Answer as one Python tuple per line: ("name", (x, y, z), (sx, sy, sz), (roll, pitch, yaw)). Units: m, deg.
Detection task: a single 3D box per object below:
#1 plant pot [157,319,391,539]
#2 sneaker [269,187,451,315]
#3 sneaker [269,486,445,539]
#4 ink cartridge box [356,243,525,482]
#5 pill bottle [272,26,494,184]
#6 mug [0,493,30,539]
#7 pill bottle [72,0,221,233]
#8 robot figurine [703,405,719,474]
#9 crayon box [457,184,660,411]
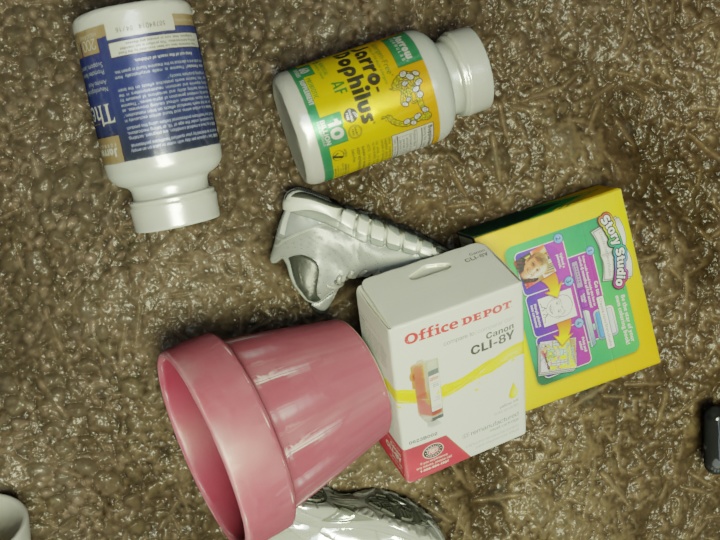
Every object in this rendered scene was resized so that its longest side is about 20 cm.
("plant pot", (-0.076, 0.139, 0.868), (0.178, 0.200, 0.201), (-22, 102, -23))
("sneaker", (0.000, 0.000, 0.920), (0.199, 0.075, 0.116), (21, 99, -3))
("sneaker", (-0.010, 0.288, 0.960), (0.199, 0.078, 0.100), (12, 102, -4))
("ink cartridge box", (0.084, 0.093, 0.893), (0.144, 0.083, 0.201), (-19, 125, -15))
("pill bottle", (0.024, -0.167, 0.873), (0.199, 0.113, 0.113), (-19, 101, -8))
("mug", (-0.392, 0.315, 0.867), (0.149, 0.186, 0.154), (-22, 114, -40))
("pill bottle", (-0.192, -0.141, 0.834), (0.110, 0.111, 0.201), (-12, 100, -9))
("robot figurine", (0.483, 0.192, 1.014), (0.150, 0.125, 0.201), (-12, 101, -33))
("crayon box", (0.217, 0.029, 0.968), (0.172, 0.058, 0.201), (-18, 102, -9))
